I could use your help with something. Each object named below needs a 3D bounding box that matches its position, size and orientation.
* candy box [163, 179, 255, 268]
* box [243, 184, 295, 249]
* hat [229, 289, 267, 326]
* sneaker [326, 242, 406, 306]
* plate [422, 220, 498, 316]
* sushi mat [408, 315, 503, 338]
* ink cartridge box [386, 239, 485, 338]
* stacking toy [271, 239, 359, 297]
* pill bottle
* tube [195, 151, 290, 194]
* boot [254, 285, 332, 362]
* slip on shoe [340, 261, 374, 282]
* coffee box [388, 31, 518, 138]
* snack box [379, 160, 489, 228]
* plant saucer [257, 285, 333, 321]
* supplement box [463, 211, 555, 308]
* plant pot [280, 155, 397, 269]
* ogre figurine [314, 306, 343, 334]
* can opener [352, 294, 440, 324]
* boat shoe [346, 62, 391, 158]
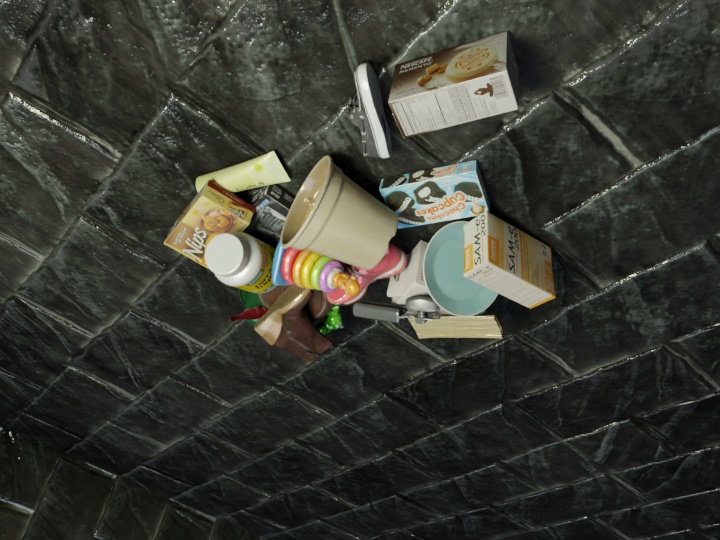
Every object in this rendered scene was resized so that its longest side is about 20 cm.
[{"bbox_3d":[-0.328,-0.095,1.430,0.115,0.055,0.200,32,136,-21],"label":"candy box"},{"bbox_3d":[-0.198,-0.094,1.482,0.157,0.050,0.200,35,134,-25],"label":"box"},{"bbox_3d":[-0.252,0.134,1.657,0.200,0.177,0.166,31,136,-21],"label":"hat"},{"bbox_3d":[0.000,0.000,1.443,0.200,0.074,0.087,-34,146,7],"label":"sneaker"},{"bbox_3d":[0.214,-0.004,1.398,0.200,0.201,0.026,30,167,-21],"label":"plate"},{"bbox_3d":[0.209,0.125,1.454,0.199,0.012,0.096,-3,144,26],"label":"sushi mat"},{"bbox_3d":[0.165,0.038,1.483,0.199,0.129,0.125,22,140,-13],"label":"ink cartridge box"},{"bbox_3d":[-0.077,0.004,1.376,0.199,0.110,0.117,23,107,32],"label":"stacking toy"},{"bbox_3d":[-0.244,-0.018,1.390,0.112,0.113,0.200,0,171,14],"label":"pill bottle"},{"bbox_3d":[-0.249,-0.195,1.382,0.199,0.052,0.058,-11,173,21],"label":"tube"},{"bbox_3d":[-0.128,0.121,1.527,0.166,0.073,0.200,34,123,-25],"label":"boot"},{"bbox_3d":[-0.022,-0.032,1.502,0.074,0.061,0.200,-14,135,24],"label":"slip on shoe"},{"bbox_3d":[0.156,-0.307,1.103,0.199,0.115,0.080,-9,136,24],"label":"coffee box"},{"bbox_3d":[0.151,-0.150,1.342,0.199,0.037,0.116,-9,136,22],"label":"snack box"},{"bbox_3d":[-0.155,0.048,1.532,0.199,0.035,0.201,6,125,9],"label":"plant saucer"},{"bbox_3d":[0.306,-0.019,1.362,0.199,0.127,0.073,23,144,-29],"label":"supplement box"},{"bbox_3d":[-0.033,-0.097,1.325,0.183,0.201,0.200,27,137,-18],"label":"plant pot"},{"bbox_3d":[-0.107,0.085,1.618,0.119,0.201,0.098,-7,178,4],"label":"ogre figurine"},{"bbox_3d":[0.079,0.076,1.426,0.199,0.053,0.067,7,103,27],"label":"can opener"},{"bbox_3d":[0.008,-0.284,1.207,0.066,0.070,0.200,-3,145,15],"label":"boat shoe"}]
